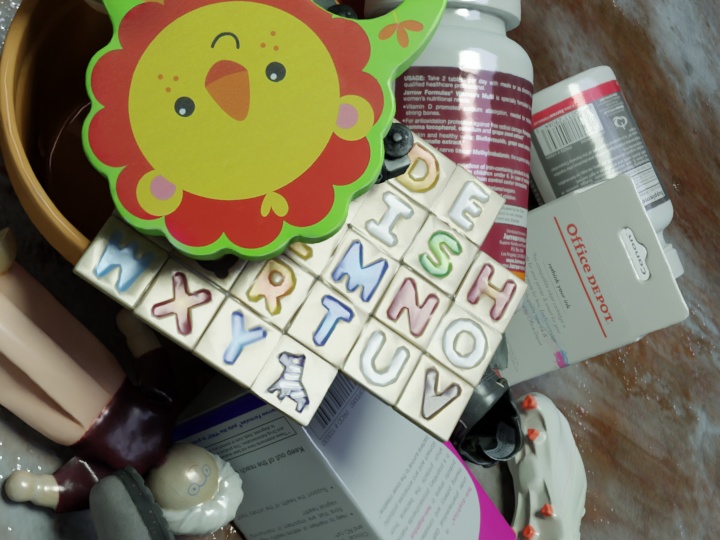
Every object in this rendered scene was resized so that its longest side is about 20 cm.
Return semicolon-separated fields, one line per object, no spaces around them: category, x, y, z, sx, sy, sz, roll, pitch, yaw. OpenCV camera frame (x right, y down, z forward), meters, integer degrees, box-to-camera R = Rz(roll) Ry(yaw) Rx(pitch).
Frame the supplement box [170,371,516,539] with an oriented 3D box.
supplement box;-0.007;0.132;0.740;0.200;0.103;0.101;54;39;-11

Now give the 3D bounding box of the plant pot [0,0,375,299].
plant pot;-0.103;-0.069;0.669;0.199;0.140;0.201;5;75;-20

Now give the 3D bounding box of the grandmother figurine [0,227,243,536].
grandmother figurine;-0.143;0.076;0.648;0.200;0.060;0.121;44;72;-22

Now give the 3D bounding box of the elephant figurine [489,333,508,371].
elephant figurine;0.000;0.000;0.818;0.199;0.142;0.155;-19;42;-42

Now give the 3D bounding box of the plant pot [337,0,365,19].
plant pot;-0.053;-0.196;0.799;0.200;0.199;0.177;35;59;-33

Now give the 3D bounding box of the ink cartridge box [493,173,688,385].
ink cartridge box;0.150;0.009;0.905;0.067;0.199;0.117;-20;87;-51

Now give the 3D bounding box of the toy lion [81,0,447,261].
toy lion;-0.043;-0.109;0.566;0.192;0.199;0.069;62;-4;3

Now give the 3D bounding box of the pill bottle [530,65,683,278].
pill bottle;0.215;-0.073;1.093;0.111;0.110;0.201;-23;89;-51

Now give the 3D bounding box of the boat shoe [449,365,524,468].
boat shoe;0.081;0.101;0.816;0.066;0.070;0.200;44;-11;24

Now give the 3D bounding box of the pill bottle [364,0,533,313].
pill bottle;0.045;-0.076;0.703;0.109;0.109;0.201;5;87;-47

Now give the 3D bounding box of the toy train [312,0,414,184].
toy train;-0.031;-0.133;0.615;0.046;0.034;0.201;-21;78;-15

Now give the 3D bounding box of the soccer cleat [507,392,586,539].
soccer cleat;0.143;0.187;0.915;0.077;0.069;0.201;34;46;-38

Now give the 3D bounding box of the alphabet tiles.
alphabet tiles;-0.015;-0.009;0.607;0.200;0.008;0.168;35;66;-9

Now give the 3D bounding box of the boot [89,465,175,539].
boot;-0.135;0.197;0.563;0.131;0.070;0.201;-15;61;-14
